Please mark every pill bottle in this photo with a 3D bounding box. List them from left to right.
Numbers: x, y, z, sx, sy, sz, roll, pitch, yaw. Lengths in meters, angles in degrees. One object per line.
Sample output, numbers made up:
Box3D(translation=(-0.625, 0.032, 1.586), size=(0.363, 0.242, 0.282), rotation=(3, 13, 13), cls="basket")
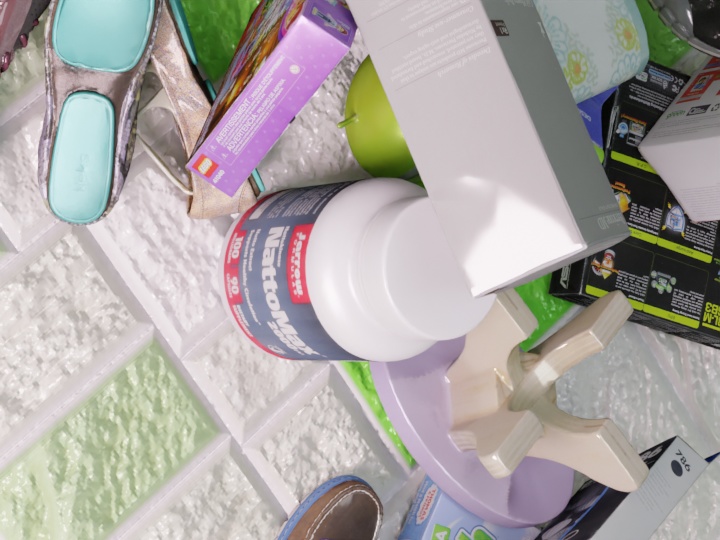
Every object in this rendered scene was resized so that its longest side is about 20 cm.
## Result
Box3D(translation=(0.000, 0.000, 1.321), size=(0.119, 0.199, 0.121), rotation=(2, 87, -31), cls="pill bottle")

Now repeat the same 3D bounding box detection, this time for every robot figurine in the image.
Box3D(translation=(0.075, -0.097, 1.418), size=(0.199, 0.115, 0.177), rotation=(25, 75, -28), cls="robot figurine")

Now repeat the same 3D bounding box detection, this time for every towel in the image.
Box3D(translation=(0.100, -0.201, 1.336), size=(0.171, 0.048, 0.201), rotation=(-25, 87, -45), cls="towel")

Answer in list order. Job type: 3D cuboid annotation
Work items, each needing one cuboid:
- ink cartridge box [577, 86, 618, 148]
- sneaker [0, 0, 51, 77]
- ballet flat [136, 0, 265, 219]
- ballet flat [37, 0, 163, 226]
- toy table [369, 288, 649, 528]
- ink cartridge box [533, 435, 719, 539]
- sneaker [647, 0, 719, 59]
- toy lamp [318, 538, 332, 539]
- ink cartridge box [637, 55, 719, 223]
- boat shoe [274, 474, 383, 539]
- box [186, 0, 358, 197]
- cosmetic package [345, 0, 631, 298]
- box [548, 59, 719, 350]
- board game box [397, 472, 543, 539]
Box3D(translation=(0.112, -0.211, 1.426), size=(0.197, 0.047, 0.201), rotation=(34, 32, -27), cls="ink cartridge box")
Box3D(translation=(-0.239, -0.120, 1.262), size=(0.199, 0.076, 0.116), rotation=(-35, 111, -16), cls="sneaker")
Box3D(translation=(-0.130, -0.124, 1.329), size=(0.067, 0.068, 0.201), rotation=(-24, 100, -1), cls="ballet flat")
Box3D(translation=(-0.167, -0.130, 1.271), size=(0.072, 0.072, 0.202), rotation=(-1, 118, -31), cls="ballet flat")
Box3D(translation=(0.107, 0.087, 1.410), size=(0.200, 0.117, 0.185), rotation=(42, 54, -18), cls="toy table")
Box3D(translation=(0.182, 0.177, 1.453), size=(0.039, 0.099, 0.200), rotation=(56, 38, -1), cls="ink cartridge box")
Box3D(translation=(0.229, -0.241, 1.460), size=(0.075, 0.116, 0.200), rotation=(-42, 74, -4), cls="sneaker")
Box3D(translation=(0.031, 0.221, 1.343), size=(0.200, 0.058, 0.059), rotation=(27, 73, -53), cls="toy lamp")
Box3D(translation=(0.334, -0.130, 1.476), size=(0.084, 0.199, 0.176), rotation=(48, 65, -21), cls="ink cartridge box")
Box3D(translation=(-0.032, 0.233, 1.367), size=(0.072, 0.072, 0.201), rotation=(36, 71, -25), cls="boat shoe")
Box3D(translation=(-0.042, -0.154, 1.284), size=(0.039, 0.137, 0.201), rotation=(33, 34, -13), cls="box")
Box3D(translation=(0.079, -0.091, 1.208), size=(0.201, 0.090, 0.107), rotation=(64, 23, 3), cls="cosmetic package")
Box3D(translation=(0.250, -0.049, 1.565), size=(0.199, 0.047, 0.195), rotation=(16, 82, -31), cls="box")
Box3D(translation=(0.100, 0.259, 1.468), size=(0.199, 0.037, 0.152), rotation=(32, 72, -25), cls="board game box")
